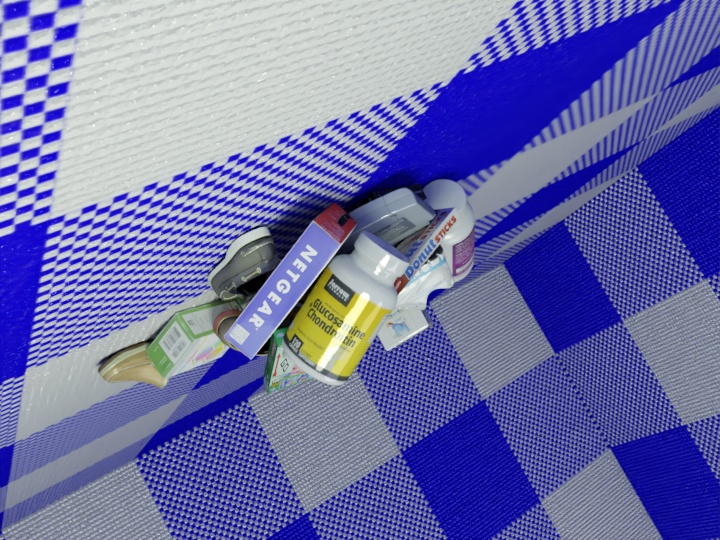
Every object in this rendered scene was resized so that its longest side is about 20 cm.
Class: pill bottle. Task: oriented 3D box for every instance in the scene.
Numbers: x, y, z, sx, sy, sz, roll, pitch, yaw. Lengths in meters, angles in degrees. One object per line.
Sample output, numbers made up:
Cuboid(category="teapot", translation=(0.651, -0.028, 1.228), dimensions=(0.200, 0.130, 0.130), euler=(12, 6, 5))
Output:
Cuboid(category="pill bottle", translation=(0.151, -0.072, 1.524), dimensions=(0.111, 0.113, 0.201), euler=(-28, 149, -10))
Cuboid(category="pill bottle", translation=(-0.017, 0.050, 1.181), dimensions=(0.201, 0.111, 0.112), euler=(-58, 166, 10))

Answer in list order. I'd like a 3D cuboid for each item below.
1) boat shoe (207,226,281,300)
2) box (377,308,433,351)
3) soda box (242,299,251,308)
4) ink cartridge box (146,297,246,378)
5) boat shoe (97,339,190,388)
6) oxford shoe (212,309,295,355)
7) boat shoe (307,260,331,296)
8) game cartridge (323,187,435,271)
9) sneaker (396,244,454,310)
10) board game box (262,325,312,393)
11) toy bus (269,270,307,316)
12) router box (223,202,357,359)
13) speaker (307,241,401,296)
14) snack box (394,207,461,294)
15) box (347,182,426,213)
Cuboid(category="boat shoe", translation=(-0.165, 0.006, 1.195), dimensions=(0.071, 0.061, 0.202), euler=(-25, 170, -30))
Cuboid(category="box", translation=(0.054, 0.048, 1.712), dimensions=(0.100, 0.202, 0.112), euler=(-30, 174, 8))
Cuboid(category="soda box", translation=(-0.146, 0.059, 1.561), dimensions=(0.199, 0.064, 0.068), euler=(-33, 172, 12))
Cuboid(category="ink cartridge box", translation=(-0.253, 0.105, 1.421), dimensions=(0.104, 0.060, 0.199), euler=(-47, 165, 29))
Cuboid(category="boat shoe", translation=(-0.347, 0.161, 1.414), dimensions=(0.071, 0.077, 0.199), euler=(-35, 170, 31))
Cuboid(category="oxford shoe", translation=(-0.137, 0.116, 1.360), dimensions=(0.197, 0.075, 0.071), euler=(7, 111, -28))
Cuboid(category="boat shoe", translation=(-0.048, 0.027, 1.323), dimensions=(0.200, 0.067, 0.073), euler=(136, -25, -64))
Cuboid(category="game cartridge", translation=(0.010, -0.059, 1.294), dimensions=(0.198, 0.041, 0.133), euler=(-29, 165, 15))
Cuboid(category="sneaker", translation=(0.061, 0.039, 1.355), dimensions=(0.198, 0.087, 0.075), euler=(-25, -152, 18))
Cuboid(category="board game box", translation=(-0.083, 0.130, 1.342), dimensions=(0.133, 0.029, 0.201), euler=(-15, 156, -18))
Cuboid(category="toy bus", translation=(-0.136, 0.047, 1.421), dimensions=(0.077, 0.066, 0.200), euler=(11, 155, -10))
Cuboid(category="router box", translation=(-0.090, 0.009, 1.162), dimensions=(0.201, 0.049, 0.180), euler=(-51, -178, 13))
Cuboid(category="speaker", translation=(0.000, 0.000, 1.430), dimensions=(0.199, 0.082, 0.081), euler=(-33, 171, 22))
Cuboid(category="snack box", translation=(0.076, -0.024, 1.313), dimensions=(0.071, 0.024, 0.200), euler=(-1, -138, 53))
Cuboid(category="box", translation=(0.000, -0.073, 1.394), dimensions=(0.199, 0.036, 0.142), euler=(-38, 169, 35))
